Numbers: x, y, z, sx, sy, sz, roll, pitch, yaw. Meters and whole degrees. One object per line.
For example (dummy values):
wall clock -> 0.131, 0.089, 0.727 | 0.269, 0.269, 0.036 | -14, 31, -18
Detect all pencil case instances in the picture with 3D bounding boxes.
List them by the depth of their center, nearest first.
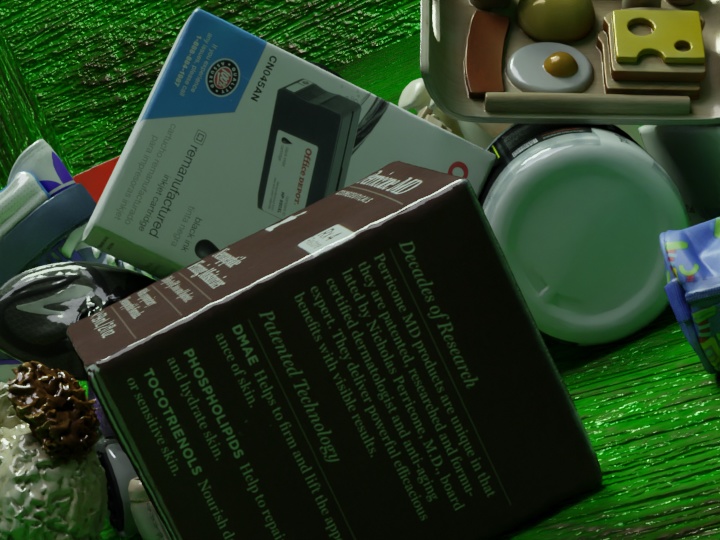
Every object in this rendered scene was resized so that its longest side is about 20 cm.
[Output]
pencil case -> 0.244, -0.018, 1.192 | 0.200, 0.078, 0.087 | -24, -13, 19

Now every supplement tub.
supplement tub -> 0.127, -0.031, 1.450 | 0.123, 0.123, 0.200 | -26, 10, 4

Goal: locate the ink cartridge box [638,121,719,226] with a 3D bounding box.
ink cartridge box -> 0.292, -0.097, 1.485 | 0.200, 0.085, 0.146 | -30, 10, -11

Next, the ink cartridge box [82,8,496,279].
ink cartridge box -> -0.041, -0.043, 1.413 | 0.145, 0.200, 0.084 | -66, 8, -9

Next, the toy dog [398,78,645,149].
toy dog -> 0.125, -0.120, 1.628 | 0.194, 0.200, 0.140 | -14, 1, -6

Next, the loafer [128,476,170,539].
loafer -> -0.037, 0.101, 1.349 | 0.200, 0.063, 0.072 | -30, 11, -22

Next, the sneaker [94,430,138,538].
sneaker -> -0.130, 0.120, 1.514 | 0.081, 0.075, 0.200 | -15, 10, -12

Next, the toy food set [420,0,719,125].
toy food set -> 0.135, -0.156, 1.429 | 0.200, 0.060, 0.144 | 1, 46, 1

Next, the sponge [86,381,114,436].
sponge -> -0.068, 0.070, 1.502 | 0.200, 0.030, 0.112 | -5, 7, -12

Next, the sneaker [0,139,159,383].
sneaker -> -0.159, -0.014, 1.482 | 0.200, 0.146, 0.081 | -13, 9, 20

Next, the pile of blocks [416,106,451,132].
pile of blocks -> 0.044, -0.054, 1.573 | 0.082, 0.062, 0.200 | -60, 7, -7

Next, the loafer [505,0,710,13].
loafer -> 0.142, -0.129, 1.502 | 0.200, 0.072, 0.063 | -1, -14, 0

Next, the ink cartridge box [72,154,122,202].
ink cartridge box -> -0.115, 0.009, 1.636 | 0.160, 0.200, 0.047 | -20, 3, 34

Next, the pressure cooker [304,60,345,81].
pressure cooker -> -0.055, -0.028, 1.735 | 0.179, 0.200, 0.176 | -8, -26, -39

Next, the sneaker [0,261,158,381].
sneaker -> -0.127, 0.037, 1.396 | 0.200, 0.077, 0.084 | 12, -6, 14

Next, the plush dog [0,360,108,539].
plush dog -> -0.204, 0.136, 1.394 | 0.160, 0.200, 0.172 | 9, 2, -30

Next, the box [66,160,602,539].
box -> -0.018, 0.064, 1.187 | 0.200, 0.164, 0.166 | -27, 9, -7
